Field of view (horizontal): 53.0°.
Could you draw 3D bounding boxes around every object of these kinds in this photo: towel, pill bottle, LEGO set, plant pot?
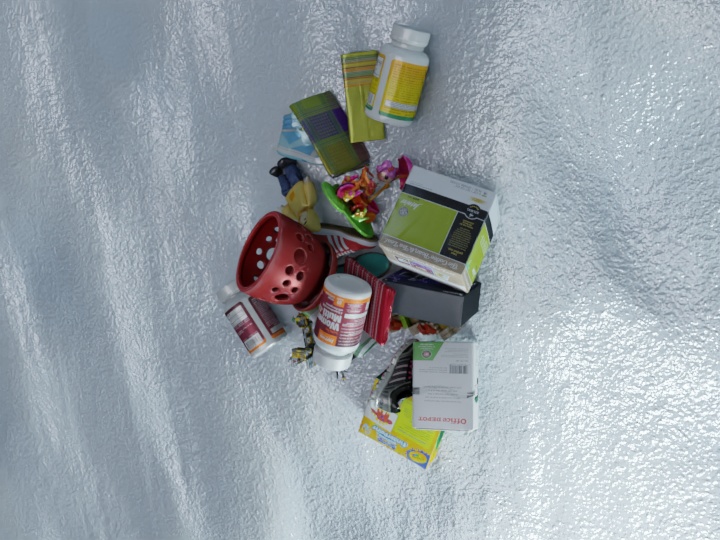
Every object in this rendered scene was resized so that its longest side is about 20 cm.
[{"bbox_3d":[-0.068,-0.313,1.669,0.023,0.143,0.201,-31,89,49],"label":"towel"},{"bbox_3d":[0.013,0.067,1.664,0.200,0.022,0.146,38,127,51],"label":"towel"},{"bbox_3d":[0.085,-0.426,1.574,0.112,0.113,0.202,23,113,20],"label":"pill bottle"},{"bbox_3d":[0.007,-0.399,1.659,0.085,0.018,0.202,-5,103,3],"label":"towel"},{"bbox_3d":[-0.036,0.115,1.765,0.199,0.149,0.031,37,129,14],"label":"towel"},{"bbox_3d":[-0.046,0.118,1.630,0.109,0.109,0.202,21,112,20],"label":"pill bottle"},{"bbox_3d":[-0.292,0.120,1.916,0.114,0.114,0.201,-34,87,30],"label":"pill bottle"},{"bbox_3d":[-0.104,0.184,1.826,0.198,0.116,0.155,12,113,28],"label":"LEGO set"},{"bbox_3d":[-0.166,-0.014,1.680,0.200,0.182,0.202,-34,44,41],"label":"plant pot"}]

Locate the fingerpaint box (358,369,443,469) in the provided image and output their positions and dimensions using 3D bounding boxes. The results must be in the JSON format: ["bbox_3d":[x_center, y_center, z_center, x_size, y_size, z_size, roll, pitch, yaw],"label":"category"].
[{"bbox_3d":[0.114,0.369,1.801,0.199,0.073,0.168,25,113,20],"label":"fingerpaint box"}]

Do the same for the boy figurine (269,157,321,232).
[{"bbox_3d":[-0.157,-0.173,1.768,0.124,0.064,0.201,-36,66,30],"label":"boy figurine"}]

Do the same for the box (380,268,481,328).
[{"bbox_3d":[0.160,0.059,1.654,0.198,0.141,0.080,11,109,23],"label":"box"}]

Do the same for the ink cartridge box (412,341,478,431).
[{"bbox_3d":[0.199,0.267,1.676,0.145,0.084,0.202,-1,82,19],"label":"ink cartridge box"}]

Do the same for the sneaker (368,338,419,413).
[{"bbox_3d":[0.104,0.259,1.729,0.087,0.201,0.074,27,157,20],"label":"sneaker"}]

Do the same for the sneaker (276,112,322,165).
[{"bbox_3d":[-0.111,-0.326,1.722,0.198,0.079,0.132,15,111,22],"label":"sneaker"}]

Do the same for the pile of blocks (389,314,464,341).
[{"bbox_3d":[0.144,0.120,1.724,0.198,0.062,0.083,4,106,26],"label":"pile of blocks"}]

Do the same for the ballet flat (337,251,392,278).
[{"bbox_3d":[0.000,0.000,1.761,0.199,0.072,0.073,-16,97,29],"label":"ballet flat"}]

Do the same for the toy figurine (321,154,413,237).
[{"bbox_3d":[0.037,-0.196,1.638,0.183,0.200,0.151,-36,56,17],"label":"toy figurine"}]

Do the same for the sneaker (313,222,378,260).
[{"bbox_3d":[-0.045,-0.048,1.769,0.199,0.071,0.114,13,106,31],"label":"sneaker"}]

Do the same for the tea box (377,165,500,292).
[{"bbox_3d":[0.174,-0.089,1.565,0.199,0.134,0.198,22,78,21],"label":"tea box"}]
